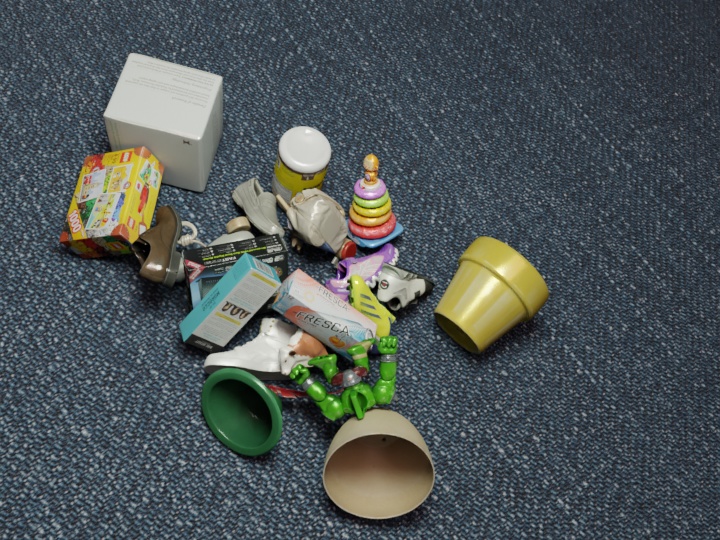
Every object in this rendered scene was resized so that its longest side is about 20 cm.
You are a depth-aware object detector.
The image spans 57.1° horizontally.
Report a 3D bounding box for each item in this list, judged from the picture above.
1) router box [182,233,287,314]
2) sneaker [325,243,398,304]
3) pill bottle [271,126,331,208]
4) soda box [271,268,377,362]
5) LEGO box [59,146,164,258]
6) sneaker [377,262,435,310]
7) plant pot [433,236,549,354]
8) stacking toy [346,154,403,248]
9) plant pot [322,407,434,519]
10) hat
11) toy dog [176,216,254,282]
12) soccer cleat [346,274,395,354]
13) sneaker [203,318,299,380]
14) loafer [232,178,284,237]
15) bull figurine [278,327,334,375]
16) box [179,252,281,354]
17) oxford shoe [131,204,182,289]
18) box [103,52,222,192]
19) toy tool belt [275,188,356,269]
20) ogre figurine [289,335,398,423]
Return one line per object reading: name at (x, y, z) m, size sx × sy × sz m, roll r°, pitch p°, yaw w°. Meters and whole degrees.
router box at (-0.241, 0.020, 1.296) m, size 0.198 × 0.151 × 0.062 m, roll -12°, pitch 43°, yaw -19°
sneaker at (0.000, 0.000, 1.403) m, size 0.089 × 0.080 × 0.200 m, roll 48°, pitch 63°, yaw -6°
pill bottle at (-0.130, -0.205, 1.408) m, size 0.108 × 0.200 × 0.110 m, roll 6°, pitch 63°, yaw -11°
soda box at (-0.065, 0.087, 1.251) m, size 0.199 × 0.063 × 0.069 m, roll 36°, pitch 43°, yaw -18°
LEGO box at (-0.491, -0.133, 1.317) m, size 0.147 × 0.077 × 0.202 m, roll -6°, pitch 62°, yaw 19°
sneaker at (0.088, 0.040, 1.392) m, size 0.074 × 0.199 × 0.089 m, roll 22°, pitch 95°, yaw 33°
plant pot at (0.261, 0.065, 1.395) m, size 0.200 × 0.201 × 0.189 m, roll 41°, pitch 78°, yaw 8°
stacking toy at (0.024, -0.158, 1.420) m, size 0.109 × 0.202 × 0.116 m, roll -28°, pitch 48°, yaw -26°
plant pot at (0.032, 0.332, 1.217) m, size 0.198 × 0.202 × 0.135 m, roll 14°, pitch 28°, yaw -7°
hat at (-0.177, 0.244, 1.270) m, size 0.200 × 0.166 × 0.176 m, roll 41°, pitch 27°, yaw 7°
toy dog at (-0.290, -0.031, 1.363) m, size 0.197 × 0.097 × 0.133 m, roll -5°, pitch 68°, yaw 0°
soccer cleat at (0.024, 0.084, 1.323) m, size 0.083 × 0.202 × 0.065 m, roll -14°, pitch 35°, yaw 3°
sneaker at (-0.207, 0.150, 1.297) m, size 0.198 × 0.074 × 0.117 m, roll 6°, pitch 61°, yaw -23°
loafer at (-0.206, -0.132, 1.385) m, size 0.070 × 0.070 × 0.200 m, roll -45°, pitch 49°, yaw 3°
bull figurine at (-0.087, 0.140, 1.296) m, size 0.122 × 0.065 × 0.201 m, roll 48°, pitch 41°, yaw -21°
box at (-0.247, 0.065, 1.251) m, size 0.082 × 0.200 × 0.049 m, roll 32°, pitch 18°, yaw -43°
oxford shoe at (-0.387, -0.060, 1.258) m, size 0.084 × 0.073 × 0.201 m, roll 17°, pitch 38°, yaw -27°
box at (-0.403, -0.303, 1.387) m, size 0.198 × 0.199 × 0.173 m, roll 13°, pitch 62°, yaw -6°
toy tool belt at (-0.094, -0.094, 1.399) m, size 0.122 × 0.200 × 0.126 m, roll 24°, pitch 77°, yaw 31°
ogre figurine at (-0.018, 0.200, 1.195) m, size 0.198 × 0.098 × 0.121 m, roll -19°, pitch 93°, yaw -14°
